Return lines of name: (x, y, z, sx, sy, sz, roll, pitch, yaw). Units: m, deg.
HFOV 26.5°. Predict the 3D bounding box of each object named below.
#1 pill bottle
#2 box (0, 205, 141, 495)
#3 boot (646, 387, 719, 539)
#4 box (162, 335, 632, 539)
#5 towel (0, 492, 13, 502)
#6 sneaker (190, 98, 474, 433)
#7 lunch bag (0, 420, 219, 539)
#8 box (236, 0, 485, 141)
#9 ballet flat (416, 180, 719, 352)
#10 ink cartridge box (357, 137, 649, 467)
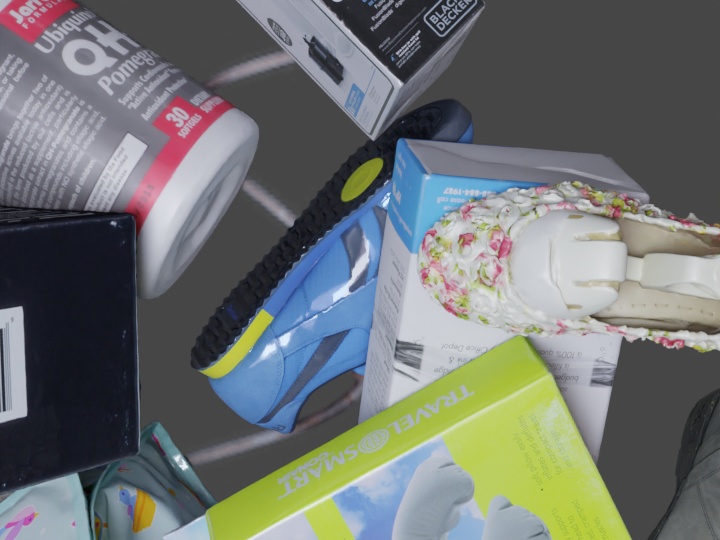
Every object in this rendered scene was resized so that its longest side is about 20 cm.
pill bottle: (-0.160, -0.083, 0.790, 0.199, 0.111, 0.111, 33, 99, 3)
box: (-0.238, 0.035, 0.701, 0.197, 0.199, 0.125, 7, 101, 39)
boot: (0.187, 0.117, 0.712, 0.067, 0.131, 0.202, 22, 62, -7)
box: (0.020, 0.132, 0.731, 0.199, 0.048, 0.123, -29, 115, 1)
towel: (-0.233, 0.036, 0.852, 0.132, 0.034, 0.201, -31, 92, 11)
sneaker: (0.000, 0.000, 0.808, 0.078, 0.066, 0.200, 39, 96, -20)
lunch bag: (-0.160, 0.177, 0.771, 0.170, 0.200, 0.122, -37, 90, 10)
box: (-0.036, -0.166, 0.758, 0.060, 0.117, 0.200, -44, 90, -10)
ballet flat: (0.126, -0.002, 0.679, 0.197, 0.064, 0.077, 4, 86, -6)
ink cartridge box: (0.064, 0.043, 0.767, 0.115, 0.068, 0.202, 4, 109, -12)
